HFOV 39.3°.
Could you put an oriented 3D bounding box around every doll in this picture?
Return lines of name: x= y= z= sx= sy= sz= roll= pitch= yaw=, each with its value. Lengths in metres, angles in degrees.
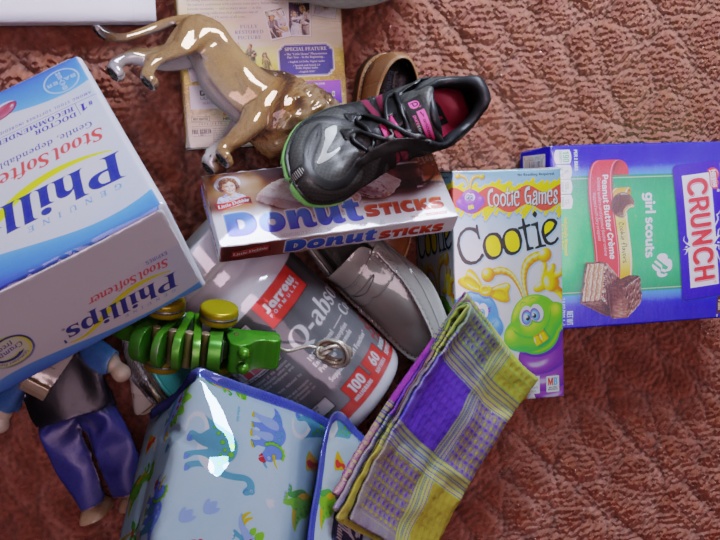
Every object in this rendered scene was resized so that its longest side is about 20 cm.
doll: x=-0.249 y=0.114 z=0.851 sx=0.136 sy=0.048 sz=0.200 roll=-18 pitch=98 yaw=11

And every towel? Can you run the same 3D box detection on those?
towel: x=0.064 y=0.134 z=0.799 sx=0.200 sy=0.023 sz=0.144 roll=-56 pitch=134 yaw=-15

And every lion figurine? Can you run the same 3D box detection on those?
lion figurine: x=-0.109 y=-0.155 z=0.825 sx=0.200 sy=0.072 sz=0.122 roll=47 pitch=67 yaw=-8

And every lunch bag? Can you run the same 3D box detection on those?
lunch bag: x=-0.070 y=0.192 z=0.766 sx=0.200 sy=0.127 sz=0.170 roll=25 pitch=53 yaw=-23

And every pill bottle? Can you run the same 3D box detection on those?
pill bottle: x=-0.074 y=0.048 z=0.857 sx=0.200 sy=0.116 sz=0.116 roll=43 pitch=84 yaw=-13

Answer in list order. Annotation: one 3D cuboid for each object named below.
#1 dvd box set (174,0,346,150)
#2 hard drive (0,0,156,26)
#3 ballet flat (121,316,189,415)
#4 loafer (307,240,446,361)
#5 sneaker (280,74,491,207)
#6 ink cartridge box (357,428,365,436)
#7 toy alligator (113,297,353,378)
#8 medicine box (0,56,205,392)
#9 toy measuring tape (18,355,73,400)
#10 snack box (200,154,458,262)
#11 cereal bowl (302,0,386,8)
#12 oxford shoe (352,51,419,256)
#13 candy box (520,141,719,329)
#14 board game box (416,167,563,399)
dvd box set: x=-0.088 y=-0.208 z=0.877 sx=0.146 sy=0.029 sz=0.200 roll=-6 pitch=96 yaw=-14
hard drive: x=-0.274 y=-0.269 z=0.830 sx=0.200 sy=0.025 sz=0.132 roll=-4 pitch=95 yaw=-14
ballet flat: x=-0.157 y=0.119 z=0.867 sx=0.072 sy=0.072 sz=0.200 roll=-37 pitch=92 yaw=-8
loafer: x=0.000 y=0.000 z=0.865 sx=0.200 sy=0.070 sz=0.070 roll=50 pitch=125 yaw=11
sneaker: x=0.021 y=-0.114 z=0.797 sx=0.200 sy=0.084 sz=0.077 roll=-31 pitch=93 yaw=-29
ink cartridge box: x=-0.037 y=0.229 z=0.856 sx=0.119 sy=0.042 sz=0.200 roll=44 pitch=53 yaw=5
toy alligator: x=-0.106 y=0.060 z=0.772 sx=0.200 sy=0.054 sz=0.059 roll=9 pitch=112 yaw=0
medicine box: x=-0.246 y=-0.037 z=0.761 sx=0.182 sy=0.200 sz=0.103 roll=-28 pitch=142 yaw=-11
toy measuring tape: x=-0.220 y=0.020 z=0.828 sx=0.074 sy=0.074 sz=0.200 roll=32 pitch=63 yaw=-14
snack box: x=-0.025 y=-0.054 z=0.820 sx=0.200 sy=0.024 sz=0.072 roll=-8 pitch=59 yaw=-18
cereal bowl: x=-0.017 y=-0.324 z=0.832 sx=0.200 sy=0.083 sz=0.200 roll=3 pitch=75 yaw=-12
oxford shoe: x=0.022 y=-0.095 z=0.895 sx=0.071 sy=0.071 sz=0.200 roll=-2 pitch=96 yaw=-16
candy box: x=0.258 y=-0.035 z=0.953 sx=0.200 sy=0.077 sz=0.169 roll=-3 pitch=95 yaw=-15
board game box: x=0.115 y=0.009 z=0.907 sx=0.105 sy=0.103 sz=0.200 roll=-3 pitch=95 yaw=-14
